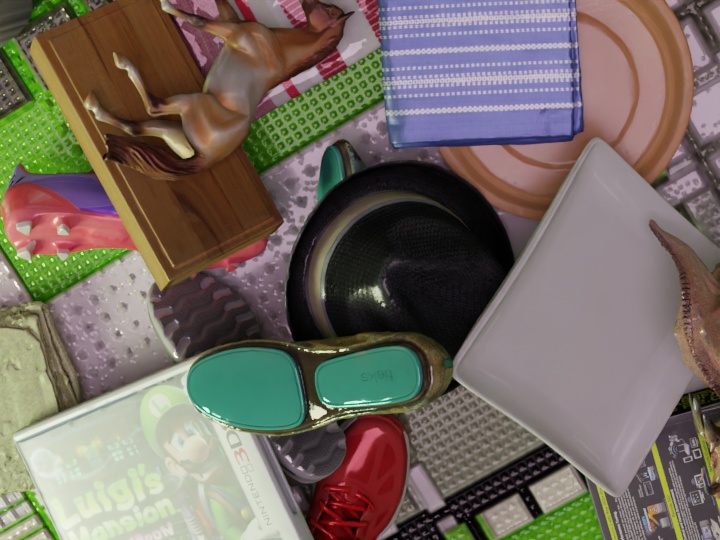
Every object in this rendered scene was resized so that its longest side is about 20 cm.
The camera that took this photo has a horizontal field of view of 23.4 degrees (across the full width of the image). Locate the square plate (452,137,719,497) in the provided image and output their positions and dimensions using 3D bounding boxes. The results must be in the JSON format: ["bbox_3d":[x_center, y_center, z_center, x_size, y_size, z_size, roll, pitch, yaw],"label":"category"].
[{"bbox_3d":[0.173,0.036,1.261,0.200,0.028,0.199,37,81,-33],"label":"square plate"}]

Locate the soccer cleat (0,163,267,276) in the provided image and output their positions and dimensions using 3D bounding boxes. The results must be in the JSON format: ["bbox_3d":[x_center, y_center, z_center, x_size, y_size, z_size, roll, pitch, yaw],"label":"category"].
[{"bbox_3d":[-0.169,-0.044,1.308,0.199,0.077,0.067,2,142,-10],"label":"soccer cleat"}]

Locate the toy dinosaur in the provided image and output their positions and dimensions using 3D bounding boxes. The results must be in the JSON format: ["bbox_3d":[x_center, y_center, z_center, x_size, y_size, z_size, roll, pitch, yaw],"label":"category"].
[{"bbox_3d":[0.259,0.060,1.235,0.136,0.086,0.200,-44,108,-24],"label":"toy dinosaur"}]

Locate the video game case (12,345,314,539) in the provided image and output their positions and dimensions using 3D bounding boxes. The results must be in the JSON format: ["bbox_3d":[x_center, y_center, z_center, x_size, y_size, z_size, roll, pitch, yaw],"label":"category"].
[{"bbox_3d":[-0.146,0.172,1.299,0.199,0.023,0.182,-23,94,27],"label":"video game case"}]

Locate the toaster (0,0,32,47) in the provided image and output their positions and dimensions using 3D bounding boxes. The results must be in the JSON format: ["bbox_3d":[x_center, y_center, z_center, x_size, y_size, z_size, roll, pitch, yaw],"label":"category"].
[{"bbox_3d":[-0.340,-0.179,1.250,0.199,0.129,0.114,-28,99,9],"label":"toaster"}]

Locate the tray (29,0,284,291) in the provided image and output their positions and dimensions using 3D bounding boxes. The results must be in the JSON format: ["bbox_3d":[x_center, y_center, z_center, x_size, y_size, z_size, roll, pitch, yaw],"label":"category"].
[{"bbox_3d":[-0.148,-0.097,1.260,0.098,0.037,0.200,-28,87,-21],"label":"tray"}]

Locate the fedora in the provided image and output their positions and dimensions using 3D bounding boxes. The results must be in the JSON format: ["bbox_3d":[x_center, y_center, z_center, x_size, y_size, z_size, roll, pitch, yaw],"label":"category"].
[{"bbox_3d":[0.048,0.018,1.249,0.200,0.092,0.201,-9,108,-29],"label":"fedora"}]

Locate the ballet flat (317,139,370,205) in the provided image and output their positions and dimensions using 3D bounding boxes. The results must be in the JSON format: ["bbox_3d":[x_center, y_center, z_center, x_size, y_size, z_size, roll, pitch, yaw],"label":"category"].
[{"bbox_3d":[0.000,0.000,1.311,0.074,0.074,0.201,6,105,2],"label":"ballet flat"}]

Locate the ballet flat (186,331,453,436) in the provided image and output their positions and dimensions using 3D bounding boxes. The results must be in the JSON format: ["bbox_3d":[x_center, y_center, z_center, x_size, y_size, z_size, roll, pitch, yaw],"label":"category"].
[{"bbox_3d":[-0.026,0.076,1.208,0.199,0.071,0.071,-7,104,29],"label":"ballet flat"}]

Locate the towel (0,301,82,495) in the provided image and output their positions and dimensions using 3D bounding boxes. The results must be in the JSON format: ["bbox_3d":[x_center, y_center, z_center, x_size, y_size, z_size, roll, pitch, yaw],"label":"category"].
[{"bbox_3d":[-0.315,0.113,1.364,0.199,0.036,0.149,-15,103,6],"label":"towel"}]

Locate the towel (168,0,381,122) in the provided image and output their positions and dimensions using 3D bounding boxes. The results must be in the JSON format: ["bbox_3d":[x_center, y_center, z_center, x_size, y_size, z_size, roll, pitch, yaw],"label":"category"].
[{"bbox_3d":[-0.045,-0.211,1.273,0.200,0.023,0.144,-29,100,13],"label":"towel"}]

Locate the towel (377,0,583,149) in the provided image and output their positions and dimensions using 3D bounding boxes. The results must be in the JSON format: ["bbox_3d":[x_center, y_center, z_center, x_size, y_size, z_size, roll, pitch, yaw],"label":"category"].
[{"bbox_3d":[0.084,-0.188,1.249,0.144,0.024,0.201,-3,101,7],"label":"towel"}]

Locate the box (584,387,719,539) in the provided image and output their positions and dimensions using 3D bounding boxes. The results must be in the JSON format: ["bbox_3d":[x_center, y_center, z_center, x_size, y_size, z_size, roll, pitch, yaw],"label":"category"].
[{"bbox_3d":[0.266,0.195,1.343,0.160,0.044,0.201,-17,101,8],"label":"box"}]

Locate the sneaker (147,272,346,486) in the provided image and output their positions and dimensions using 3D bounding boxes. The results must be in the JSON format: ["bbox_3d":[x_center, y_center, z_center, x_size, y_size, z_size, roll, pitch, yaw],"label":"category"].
[{"bbox_3d":[-0.099,0.090,1.325,0.075,0.082,0.200,-33,80,-31],"label":"sneaker"}]

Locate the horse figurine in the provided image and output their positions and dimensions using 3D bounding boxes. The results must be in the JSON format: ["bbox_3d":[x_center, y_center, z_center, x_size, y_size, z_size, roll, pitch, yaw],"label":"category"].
[{"bbox_3d":[-0.108,-0.136,1.235,0.132,0.050,0.200,32,70,-8],"label":"horse figurine"}]

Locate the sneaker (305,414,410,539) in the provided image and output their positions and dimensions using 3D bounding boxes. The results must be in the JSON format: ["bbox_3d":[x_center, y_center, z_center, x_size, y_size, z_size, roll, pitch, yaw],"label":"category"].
[{"bbox_3d":[-0.016,0.211,1.326,0.078,0.116,0.201,19,105,-2],"label":"sneaker"}]

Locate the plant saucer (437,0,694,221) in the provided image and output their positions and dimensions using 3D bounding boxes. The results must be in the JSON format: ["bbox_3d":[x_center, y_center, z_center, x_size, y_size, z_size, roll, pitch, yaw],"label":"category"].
[{"bbox_3d":[0.146,-0.134,1.281,0.199,0.032,0.201,1,102,3],"label":"plant saucer"}]
